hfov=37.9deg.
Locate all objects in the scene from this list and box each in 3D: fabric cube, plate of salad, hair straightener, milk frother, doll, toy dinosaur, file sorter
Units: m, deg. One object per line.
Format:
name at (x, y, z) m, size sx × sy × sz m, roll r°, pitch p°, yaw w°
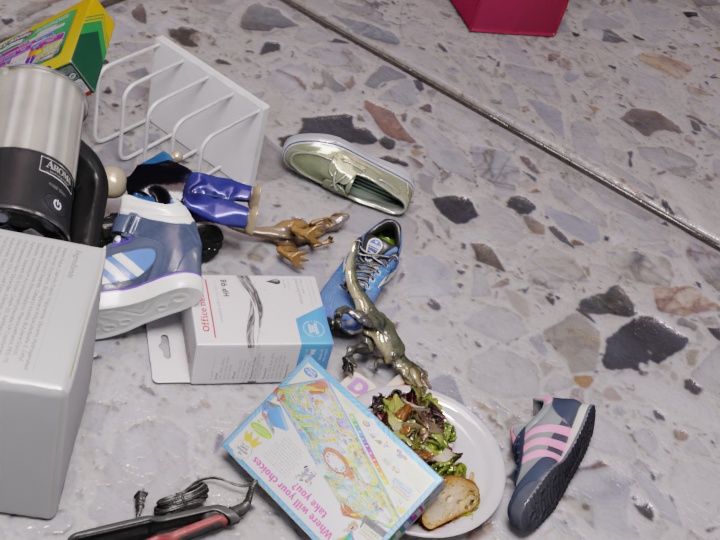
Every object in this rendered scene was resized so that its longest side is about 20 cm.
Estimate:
fabric cube at (0.284, -0.587, 1.998) m, size 0.196 × 0.200 × 0.200 m, roll 0°, pitch 44°, yaw -22°
plate of salad at (0.065, 0.198, 1.143) m, size 0.199 × 0.048 × 0.200 m, roll 8°, pitch 44°, yaw -8°
hair straightener at (-0.194, 0.236, 1.029) m, size 0.200 × 0.041 × 0.077 m, roll -18°, pitch 52°, yaw -28°
milk frother at (-0.387, -0.086, 1.124) m, size 0.199 × 0.181 × 0.189 m, roll -6°, pitch 57°, yaw 7°
doll at (-0.224, -0.092, 1.285) m, size 0.199 × 0.049 × 0.137 m, roll 12°, pitch 48°, yaw -8°
toy dinosaur at (-0.102, -0.047, 1.382) m, size 0.200 × 0.061 × 0.106 m, roll 0°, pitch 20°, yaw -28°
file sorter at (-0.246, -0.193, 1.416) m, size 0.200 × 0.139 × 0.124 m, roll 35°, pitch 45°, yaw 18°
toy dinosaur at (0.007, 0.069, 1.243) m, size 0.088 × 0.047 × 0.200 m, roll -25°, pitch 85°, yaw -39°

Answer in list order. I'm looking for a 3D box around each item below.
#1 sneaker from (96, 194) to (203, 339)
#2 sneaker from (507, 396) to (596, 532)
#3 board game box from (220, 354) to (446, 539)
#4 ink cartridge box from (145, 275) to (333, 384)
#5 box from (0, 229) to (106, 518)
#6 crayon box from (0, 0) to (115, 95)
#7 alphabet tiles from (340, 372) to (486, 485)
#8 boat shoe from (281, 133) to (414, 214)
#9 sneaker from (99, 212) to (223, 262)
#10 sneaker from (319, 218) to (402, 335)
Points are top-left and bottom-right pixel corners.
sneaker at (-0.278, -0.012, 1.193) m, size 0.199 × 0.081 × 0.147 m, roll -16°, pitch 63°, yaw 2°
sneaker at (0.198, 0.216, 1.194) m, size 0.082 × 0.070 × 0.200 m, roll 14°, pitch 36°, yaw 28°
board game box at (-0.029, 0.201, 1.085) m, size 0.134 × 0.034 × 0.200 m, roll -45°, pitch 66°, yaw -10°
ink cartridge box at (-0.142, 0.067, 1.218) m, size 0.199 × 0.067 × 0.116 m, roll 1°, pitch 43°, yaw -19°
box at (-0.351, 0.094, 1.010) m, size 0.171 × 0.199 × 0.200 m, roll 11°, pitch 41°, yaw -9°
crayon box at (-0.435, -0.265, 1.402) m, size 0.200 × 0.058 × 0.173 m, roll -21°, pitch 39°, yaw 17°
alphabet tiles at (0.042, 0.196, 1.184) m, size 0.200 × 0.015 × 0.196 m, roll 34°, pitch 43°, yaw 18°
boat shoe at (-0.017, -0.138, 1.488) m, size 0.199 × 0.072 × 0.062 m, roll 17°, pitch 38°, yaw -6°
sneaker at (-0.278, -0.047, 1.302) m, size 0.200 × 0.076 × 0.088 m, roll -3°, pitch 38°, yaw -35°
sneaker at (0.000, 0.000, 1.328) m, size 0.078 × 0.089 × 0.200 m, roll 23°, pitch 43°, yaw 6°
